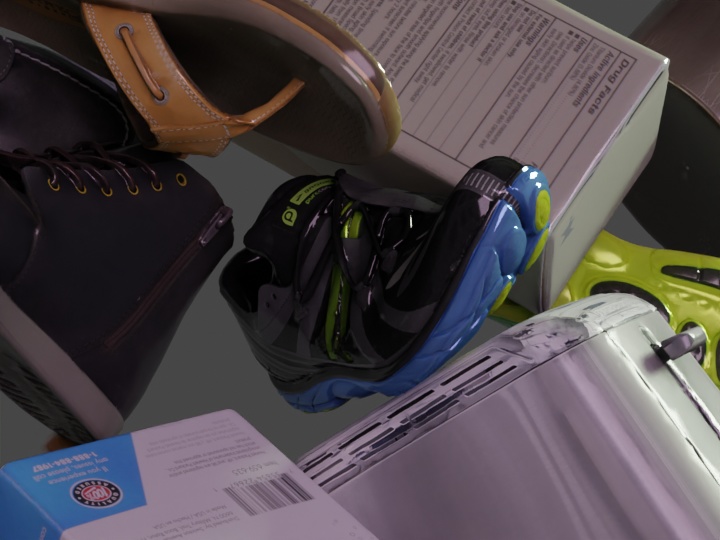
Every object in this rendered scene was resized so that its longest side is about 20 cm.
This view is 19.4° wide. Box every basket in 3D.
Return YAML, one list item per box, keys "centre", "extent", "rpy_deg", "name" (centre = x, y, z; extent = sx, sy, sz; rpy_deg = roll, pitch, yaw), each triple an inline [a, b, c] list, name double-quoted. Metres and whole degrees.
- centre: [0.206, -0.096, 0.923]
  extent: [0.200, 0.136, 0.180]
  rpy_deg: [-36, 71, -20]
  name: "basket"

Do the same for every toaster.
- centre: [0.062, 0.097, 0.802]
  extent: [0.114, 0.200, 0.129]
  rpy_deg: [-13, 72, -60]
  name: "toaster"

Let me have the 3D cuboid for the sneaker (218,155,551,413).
- centre: [0.000, 0.000, 0.779]
  extent: [0.083, 0.200, 0.071]
  rpy_deg: [48, 62, -9]
  name: "sneaker"

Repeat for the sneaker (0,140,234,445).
- centre: [-0.122, -0.029, 0.769]
  extent: [0.075, 0.200, 0.106]
  rpy_deg: [20, 66, 33]
  name: "sneaker"

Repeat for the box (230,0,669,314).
- centre: [0.012, -0.077, 0.834]
  extent: [0.200, 0.078, 0.095]
  rpy_deg: [31, 70, 16]
  name: "box"

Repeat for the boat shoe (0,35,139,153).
- centre: [-0.172, -0.071, 0.805]
  extent: [0.200, 0.057, 0.069]
  rpy_deg: [14, 75, -23]
  name: "boat shoe"

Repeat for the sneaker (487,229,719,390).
- centre: [0.090, 0.011, 0.881]
  extent: [0.200, 0.084, 0.074]
  rpy_deg: [27, 69, 10]
  name: "sneaker"

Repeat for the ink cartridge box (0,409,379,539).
- centre: [-0.031, 0.139, 0.729]
  extent: [0.116, 0.067, 0.200]
  rpy_deg: [-10, 40, -46]
  name: "ink cartridge box"

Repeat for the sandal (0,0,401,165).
- centre: [-0.077, -0.075, 0.769]
  extent: [0.200, 0.080, 0.054]
  rpy_deg: [21, 64, 18]
  name: "sandal"
